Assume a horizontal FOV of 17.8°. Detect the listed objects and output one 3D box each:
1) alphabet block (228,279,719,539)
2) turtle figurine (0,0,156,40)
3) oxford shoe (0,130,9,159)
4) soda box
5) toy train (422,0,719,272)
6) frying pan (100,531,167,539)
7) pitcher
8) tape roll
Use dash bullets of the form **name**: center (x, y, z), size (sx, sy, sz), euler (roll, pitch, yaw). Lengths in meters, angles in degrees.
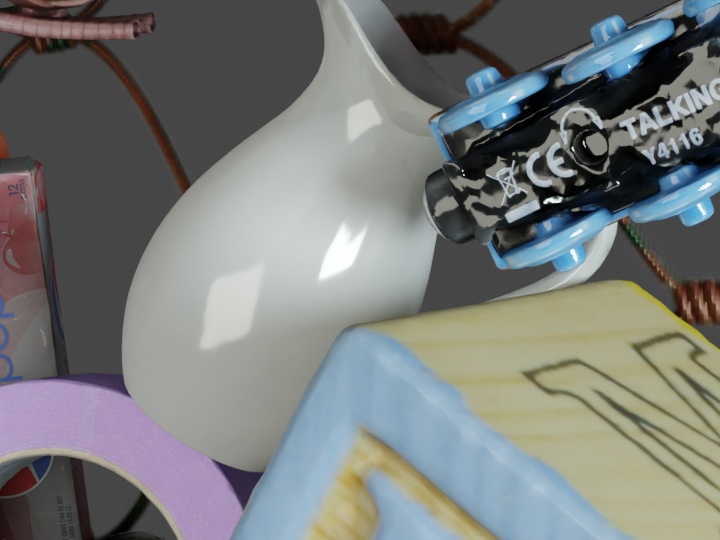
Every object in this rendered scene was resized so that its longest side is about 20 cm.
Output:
- **alphabet block**: center (0.078, 0.136, 0.899), size (0.196, 0.200, 0.195), euler (41, 118, 26)
- **turtle figurine**: center (-0.186, -0.191, 1.096), size (0.194, 0.200, 0.144), euler (-15, 52, 41)
- **oxford shoe**: center (-0.264, -0.007, 1.213), size (0.071, 0.073, 0.200), euler (48, 120, 22)
- **soda box**: center (-0.179, 0.048, 1.133), size (0.070, 0.063, 0.200), euler (-7, 99, -2)
- **toy train**: center (0.119, -0.065, 0.882), size (0.200, 0.114, 0.087), euler (-25, 93, 25)
- **frying pan**: center (-0.141, 0.216, 1.126), size (0.115, 0.031, 0.190), euler (23, 79, 46)
- **pitcher**: center (0.000, 0.000, 1.004), size (0.171, 0.121, 0.200), euler (36, 104, 11)
- **tape roll**: center (-0.131, 0.148, 1.059), size (0.200, 0.066, 0.200), euler (0, 90, 12)
